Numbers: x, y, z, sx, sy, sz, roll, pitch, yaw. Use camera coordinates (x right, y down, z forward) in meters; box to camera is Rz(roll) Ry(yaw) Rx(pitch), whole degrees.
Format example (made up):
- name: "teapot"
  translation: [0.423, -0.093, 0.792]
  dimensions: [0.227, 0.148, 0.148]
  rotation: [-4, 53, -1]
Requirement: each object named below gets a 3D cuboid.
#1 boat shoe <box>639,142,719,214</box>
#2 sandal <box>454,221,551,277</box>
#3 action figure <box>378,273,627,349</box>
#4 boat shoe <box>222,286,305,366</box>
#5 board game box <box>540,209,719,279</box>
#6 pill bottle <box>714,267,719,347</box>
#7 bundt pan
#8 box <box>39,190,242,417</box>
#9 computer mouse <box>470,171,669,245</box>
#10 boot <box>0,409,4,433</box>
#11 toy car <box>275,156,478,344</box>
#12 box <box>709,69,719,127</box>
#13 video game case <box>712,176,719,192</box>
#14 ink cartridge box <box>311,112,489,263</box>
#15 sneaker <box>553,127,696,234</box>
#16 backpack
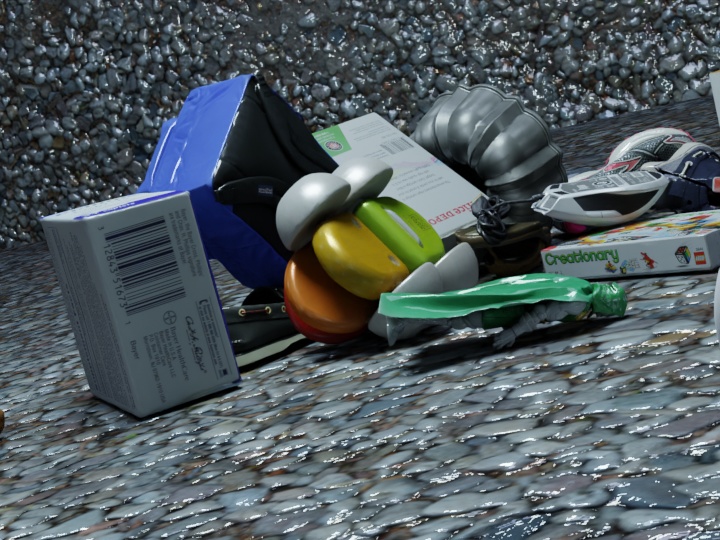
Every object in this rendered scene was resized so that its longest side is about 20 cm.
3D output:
- name: "boat shoe"
  translation: [0.383, -0.095, 1.769]
  dimensions: [0.092, 0.075, 0.200]
  rotation: [11, 19, 31]
- name: "sandal"
  translation: [0.156, -0.020, 1.676]
  dimensions: [0.081, 0.055, 0.200]
  rotation: [-6, -5, 16]
- name: "action figure"
  translation: [0.122, 0.032, 1.328]
  dimensions: [0.198, 0.055, 0.118]
  rotation: [-6, 8, 11]
- name: "boat shoe"
  translation: [-0.080, 0.044, 1.578]
  dimensions: [0.073, 0.064, 0.201]
  rotation: [-12, 4, 35]
- name: "board game box"
  translation: [0.286, -0.026, 1.514]
  dimensions: [0.126, 0.035, 0.199]
  rotation: [-19, 9, -40]
- name: "pill bottle"
  translation: [0.301, 0.019, 0.858]
  dimensions: [0.113, 0.114, 0.199]
  rotation: [-20, 9, -38]
- name: "bundt pan"
  translation: [0.130, -0.104, 1.800]
  dimensions: [0.201, 0.203, 0.076]
  rotation: [-7, 22, 44]
- name: "box"
  translation: [-0.207, 0.025, 1.483]
  dimensions: [0.104, 0.185, 0.200]
  rotation: [-18, 9, -21]
- name: "computer mouse"
  translation: [0.209, -0.060, 1.582]
  dimensions: [0.198, 0.044, 0.110]
  rotation: [-8, 13, 0]
- name: "boot"
  translation: [-0.406, 0.152, 1.375]
  dimensions: [0.187, 0.069, 0.200]
  rotation: [-16, 7, -8]
- name: "toy car"
  translation: [0.000, 0.000, 1.511]
  dimensions: [0.150, 0.175, 0.200]
  rotation: [-51, -12, 28]
- name: "box"
  translation: [0.661, -0.291, 2.520]
  dimensions: [0.124, 0.098, 0.199]
  rotation: [-7, 10, 45]
- name: "video game case"
  translation: [0.441, -0.077, 1.537]
  dimensions: [0.142, 0.018, 0.200]
  rotation: [0, 5, -8]
- name: "ink cartridge box"
  translation: [0.032, -0.072, 1.733]
  dimensions: [0.200, 0.088, 0.145]
  rotation: [37, 35, 23]
- name: "sneaker"
  translation: [0.307, -0.095, 1.851]
  dimensions: [0.199, 0.081, 0.075]
  rotation: [-29, 26, -7]
- name: "backpack"
  translation: [-0.111, -0.080, 1.625]
  dimensions: [0.167, 0.200, 0.163]
  rotation: [-6, 54, 44]
